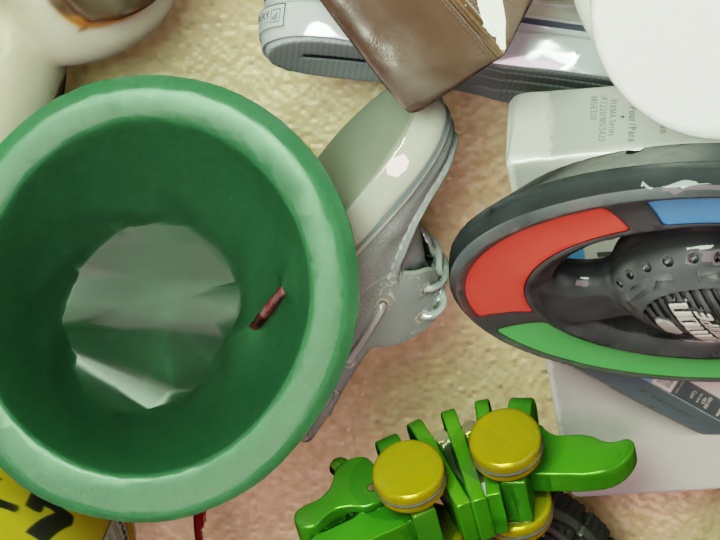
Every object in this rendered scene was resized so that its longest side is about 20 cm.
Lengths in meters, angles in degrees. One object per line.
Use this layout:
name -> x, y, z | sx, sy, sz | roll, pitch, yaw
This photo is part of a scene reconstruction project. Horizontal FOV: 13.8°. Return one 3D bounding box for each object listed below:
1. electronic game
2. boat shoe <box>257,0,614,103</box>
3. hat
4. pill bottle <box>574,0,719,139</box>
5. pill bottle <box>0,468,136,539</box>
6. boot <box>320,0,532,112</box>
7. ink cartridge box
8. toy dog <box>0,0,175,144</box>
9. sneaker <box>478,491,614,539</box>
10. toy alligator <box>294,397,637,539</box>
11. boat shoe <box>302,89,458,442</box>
electronic game -> 0.132, 0.003, 1.103 | 0.199, 0.200, 0.042 | 0, 69, 7
boat shoe -> 0.060, -0.106, 1.195 | 0.199, 0.074, 0.067 | 9, 76, -9
hat -> -0.081, 0.018, 1.232 | 0.165, 0.176, 0.200 | 34, 96, 4
pill bottle -> 0.135, -0.127, 1.106 | 0.113, 0.200, 0.114 | 2, 112, 5
pill bottle -> -0.157, 0.133, 1.252 | 0.114, 0.200, 0.115 | 2, 114, 5
boot -> 0.022, -0.183, 1.126 | 0.200, 0.064, 0.187 | 48, 118, 16
ink cartridge box -> 0.160, 0.007, 1.209 | 0.175, 0.045, 0.200 | -5, 134, 10
toy dog -> -0.154, -0.089, 1.191 | 0.194, 0.140, 0.200 | 40, 108, -5
sneaker -> 0.105, 0.169, 1.313 | 0.200, 0.076, 0.091 | 42, 138, -20
toy alligator -> 0.014, 0.091, 1.227 | 0.199, 0.054, 0.059 | -18, 141, -2
boat shoe -> 0.000, 0.001, 1.240 | 0.071, 0.070, 0.201 | 24, 132, -14
